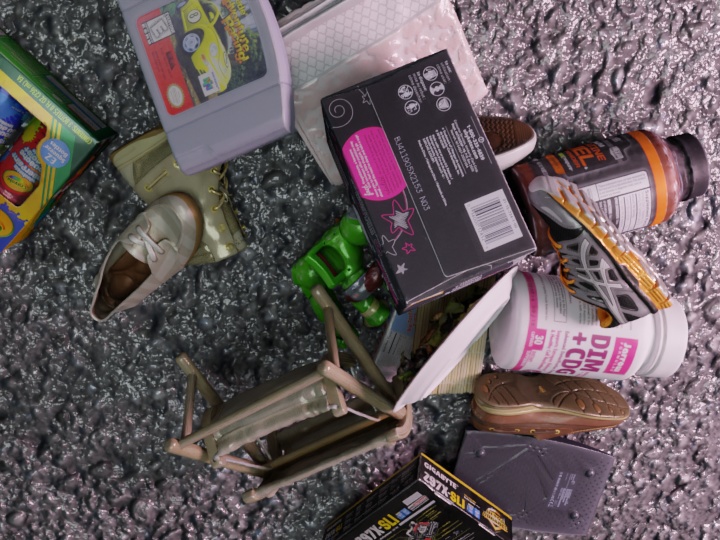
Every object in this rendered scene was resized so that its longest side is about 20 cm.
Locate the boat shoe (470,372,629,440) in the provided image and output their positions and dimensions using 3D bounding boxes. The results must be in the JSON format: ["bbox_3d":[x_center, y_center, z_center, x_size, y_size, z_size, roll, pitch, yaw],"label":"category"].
[{"bbox_3d":[0.231,0.172,0.858,0.199,0.072,0.068,4,125,-7],"label":"boat shoe"}]

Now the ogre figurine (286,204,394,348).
[{"bbox_3d":[0.000,0.000,0.764,0.120,0.200,0.098,42,57,-9],"label":"ogre figurine"}]

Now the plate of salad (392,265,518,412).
[{"bbox_3d":[0.094,0.067,0.727,0.048,0.200,0.200,41,103,13],"label":"plate of salad"}]

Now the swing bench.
[{"bbox_3d":[-0.070,0.154,0.758,0.198,0.130,0.200,-28,128,15],"label":"swing bench"}]

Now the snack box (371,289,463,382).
[{"bbox_3d":[0.076,0.046,0.827,0.071,0.024,0.201,17,106,-10],"label":"snack box"}]

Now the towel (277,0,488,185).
[{"bbox_3d":[0.015,-0.202,0.703,0.199,0.032,0.191,-30,133,6],"label":"towel"}]

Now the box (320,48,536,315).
[{"bbox_3d":[0.059,-0.077,0.654,0.131,0.115,0.201,-22,83,-4],"label":"box"}]

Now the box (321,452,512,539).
[{"bbox_3d":[0.070,0.340,0.884,0.159,0.049,0.200,38,119,-12],"label":"box"}]

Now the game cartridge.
[{"bbox_3d":[-0.139,-0.205,0.637,0.132,0.041,0.201,-20,92,10],"label":"game cartridge"}]

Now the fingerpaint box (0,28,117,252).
[{"bbox_3d":[-0.390,-0.149,0.713,0.167,0.073,0.200,-43,105,10],"label":"fingerpaint box"}]

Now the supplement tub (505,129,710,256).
[{"bbox_3d":[0.267,-0.089,0.752,0.199,0.107,0.108,-16,108,1],"label":"supplement tub"}]

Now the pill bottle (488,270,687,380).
[{"bbox_3d":[0.259,0.066,0.797,0.198,0.113,0.114,6,108,-5],"label":"pill bottle"}]

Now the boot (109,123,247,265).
[{"bbox_3d":[-0.150,-0.095,0.732,0.199,0.073,0.156,-20,109,20],"label":"boot"}]

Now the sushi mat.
[{"bbox_3d":[0.109,0.062,0.817,0.095,0.012,0.201,-3,113,-17],"label":"sushi mat"}]

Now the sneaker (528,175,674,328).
[{"bbox_3d":[0.227,-0.012,0.686,0.077,0.078,0.200,-38,110,26],"label":"sneaker"}]

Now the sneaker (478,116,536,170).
[{"bbox_3d":[0.097,-0.108,0.766,0.199,0.073,0.085,-18,141,-2],"label":"sneaker"}]

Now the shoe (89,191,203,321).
[{"bbox_3d":[-0.234,-0.008,0.739,0.070,0.053,0.200,44,125,-6],"label":"shoe"}]

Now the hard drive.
[{"bbox_3d":[0.214,0.269,0.898,0.199,0.042,0.136,11,107,-6],"label":"hard drive"}]
